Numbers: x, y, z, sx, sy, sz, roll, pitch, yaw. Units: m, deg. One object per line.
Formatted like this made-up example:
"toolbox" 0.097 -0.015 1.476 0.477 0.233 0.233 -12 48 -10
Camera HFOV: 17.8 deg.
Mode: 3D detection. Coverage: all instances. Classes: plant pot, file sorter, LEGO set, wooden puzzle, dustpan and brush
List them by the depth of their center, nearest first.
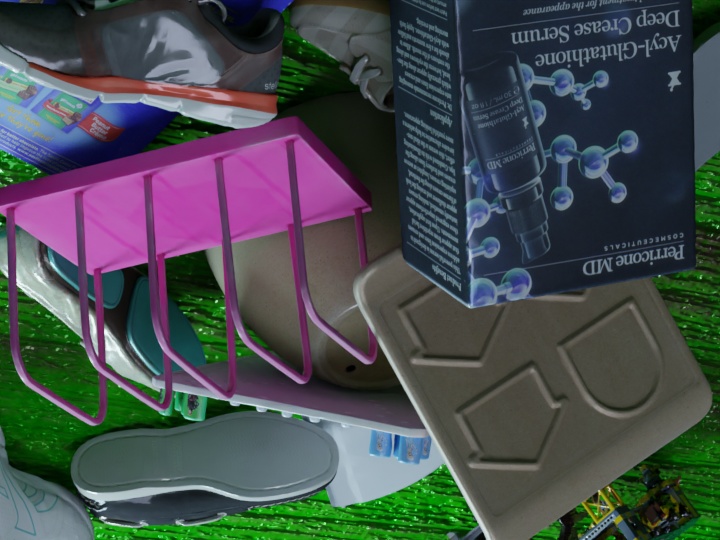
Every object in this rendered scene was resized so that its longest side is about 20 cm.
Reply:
"file sorter" -0.102 0.008 1.406 0.198 0.126 0.139 -12 159 16
"wooden puzzle" 0.105 0.047 1.435 0.185 0.046 0.201 -31 98 -23
"plant pot" 0.000 0.000 1.540 0.199 0.135 0.201 -9 137 -9
"dustpan and brush" 0.059 0.098 1.731 0.198 0.057 0.140 -13 134 4
"LEGO set" 0.164 0.206 1.857 0.153 0.116 0.200 -13 152 -53

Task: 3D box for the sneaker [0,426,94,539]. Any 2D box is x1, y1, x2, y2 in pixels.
"sneaker" -0.262 0.178 1.669 0.070 0.081 0.200 -16 140 22

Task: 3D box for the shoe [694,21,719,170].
"shoe" 0.193 -0.092 1.562 0.071 0.091 0.201 38 86 -29

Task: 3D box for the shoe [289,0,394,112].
"shoe" 0.042 -0.118 1.421 0.199 0.054 0.070 23 163 7

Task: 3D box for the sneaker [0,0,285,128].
"sneaker" -0.132 -0.139 1.302 0.199 0.077 0.083 9 105 -30

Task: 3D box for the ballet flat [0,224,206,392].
"ballet flat" -0.179 0.022 1.570 0.062 0.068 0.200 -7 142 32

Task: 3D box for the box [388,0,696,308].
"box" 0.104 -0.096 1.325 0.147 0.107 0.202 -10 109 -18

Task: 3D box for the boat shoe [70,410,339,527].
"boat shoe" -0.112 0.154 1.697 0.198 0.074 0.061 -7 143 3

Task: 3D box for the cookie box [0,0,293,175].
"cookie box" -0.161 -0.160 1.362 0.200 0.076 0.171 -41 133 24

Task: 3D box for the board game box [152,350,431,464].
"board game box" -0.009 0.089 1.555 0.199 0.026 0.200 9 -172 25
